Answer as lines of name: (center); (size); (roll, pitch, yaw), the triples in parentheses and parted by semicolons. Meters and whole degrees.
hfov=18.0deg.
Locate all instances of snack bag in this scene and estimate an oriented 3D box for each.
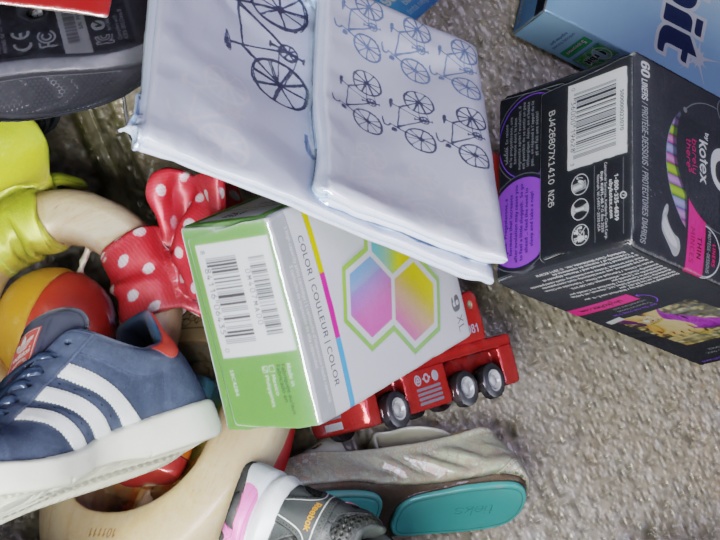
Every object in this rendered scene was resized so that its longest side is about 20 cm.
snack bag: (-0.021, -0.090, 1.135); (0.199, 0.021, 0.189); (21, 37, -18)

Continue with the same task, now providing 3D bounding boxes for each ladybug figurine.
ladybug figurine: (-0.091, 0.098, 1.188); (0.072, 0.135, 0.201); (57, 43, -37)

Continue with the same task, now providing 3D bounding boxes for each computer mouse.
computer mouse: (-0.186, -0.117, 1.164); (0.198, 0.053, 0.139); (-6, 51, -9)

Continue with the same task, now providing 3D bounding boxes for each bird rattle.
bird rattle: (-0.142, 0.009, 1.181); (0.199, 0.113, 0.164); (20, 90, 8)

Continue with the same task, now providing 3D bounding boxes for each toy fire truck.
toy fire truck: (0.033, 0.011, 1.295); (0.199, 0.049, 0.142); (-12, 86, -50)

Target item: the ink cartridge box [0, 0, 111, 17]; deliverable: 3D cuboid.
ink cartridge box: (-0.206, -0.213, 1.186); (0.175, 0.045, 0.201); (3, 43, 0)

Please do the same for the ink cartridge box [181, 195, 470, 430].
ink cartridge box: (0.000, 0.000, 1.159); (0.200, 0.059, 0.105); (-26, 106, -53)

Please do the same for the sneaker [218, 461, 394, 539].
sneaker: (-0.001, 0.177, 1.151); (0.081, 0.086, 0.200); (-65, 148, -23)

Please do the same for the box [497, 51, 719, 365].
box: (0.185, -0.032, 1.358); (0.199, 0.106, 0.123); (21, 64, -41)

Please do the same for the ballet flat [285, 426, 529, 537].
ballet flat: (0.002, 0.121, 1.274); (0.199, 0.068, 0.063); (-1, 44, -32)

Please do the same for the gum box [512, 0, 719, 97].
gum box: (0.207, -0.192, 1.491); (0.199, 0.045, 0.171); (23, 64, -20)

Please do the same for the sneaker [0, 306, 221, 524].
sneaker: (-0.153, 0.066, 1.057); (0.199, 0.075, 0.085); (-14, 77, -55)

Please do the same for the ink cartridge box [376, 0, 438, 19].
ink cartridge box: (-0.016, -0.258, 1.366); (0.199, 0.084, 0.146); (36, 60, -13)

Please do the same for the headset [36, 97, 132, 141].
headset: (-0.176, -0.127, 1.229); (0.199, 0.094, 0.124); (28, 62, -5)
